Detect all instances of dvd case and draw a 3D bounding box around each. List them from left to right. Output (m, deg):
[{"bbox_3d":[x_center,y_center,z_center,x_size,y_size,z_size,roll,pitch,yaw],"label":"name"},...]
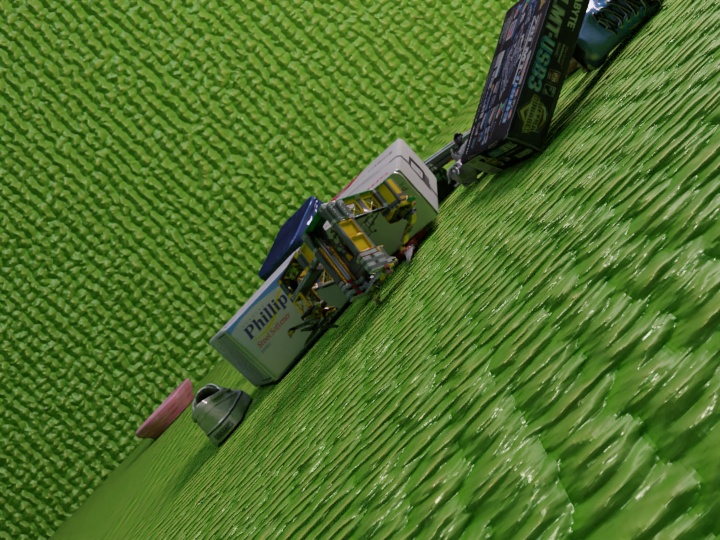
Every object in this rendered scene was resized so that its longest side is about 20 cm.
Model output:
[{"bbox_3d":[0.167,-0.199,1.608,0.200,0.022,0.146,-34,4,0],"label":"dvd case"}]

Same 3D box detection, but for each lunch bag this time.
[{"bbox_3d":[-0.084,-0.025,1.953,0.200,0.132,0.136,-36,26,60],"label":"lunch bag"}]

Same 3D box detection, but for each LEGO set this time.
[{"bbox_3d":[0.000,0.000,1.264,0.153,0.116,0.200,-15,-30,-50],"label":"LEGO set"}]

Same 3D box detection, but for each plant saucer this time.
[{"bbox_3d":[-0.509,0.373,2.875,0.201,0.051,0.201,-46,4,4],"label":"plant saucer"}]

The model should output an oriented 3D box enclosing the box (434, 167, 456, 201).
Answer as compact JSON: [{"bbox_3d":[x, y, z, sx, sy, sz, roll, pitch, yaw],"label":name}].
[{"bbox_3d":[0.049,-0.062,1.619,0.200,0.036,0.144,-49,5,-13],"label":"box"}]

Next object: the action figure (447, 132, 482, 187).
[{"bbox_3d":[0.167,-0.182,1.405,0.200,0.069,0.130,-52,11,-24],"label":"action figure"}]

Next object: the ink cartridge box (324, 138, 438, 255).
[{"bbox_3d":[0.025,-0.082,1.451,0.145,0.083,0.200,-40,12,14],"label":"ink cartridge box"}]

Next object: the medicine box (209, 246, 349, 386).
[{"bbox_3d":[-0.111,0.064,1.559,0.182,0.103,0.200,-47,5,-15],"label":"medicine box"}]

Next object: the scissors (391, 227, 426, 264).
[{"bbox_3d":[0.064,-0.032,1.348,0.073,0.014,0.200,-45,3,-6],"label":"scissors"}]

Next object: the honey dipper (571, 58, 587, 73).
[{"bbox_3d":[0.215,-0.321,1.321,0.038,0.200,0.038,-46,5,5],"label":"honey dipper"}]

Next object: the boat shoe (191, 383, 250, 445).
[{"bbox_3d":[-0.203,0.191,1.524,0.072,0.066,0.200,-46,5,4],"label":"boat shoe"}]

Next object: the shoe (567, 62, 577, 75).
[{"bbox_3d":[0.306,-0.323,1.430,0.070,0.053,0.200,-49,5,-35],"label":"shoe"}]

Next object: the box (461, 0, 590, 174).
[{"bbox_3d":[0.182,-0.216,1.206,0.198,0.049,0.201,168,120,-80],"label":"box"}]

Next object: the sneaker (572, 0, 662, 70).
[{"bbox_3d":[0.293,-0.306,1.254,0.200,0.079,0.089,-49,3,-35],"label":"sneaker"}]
